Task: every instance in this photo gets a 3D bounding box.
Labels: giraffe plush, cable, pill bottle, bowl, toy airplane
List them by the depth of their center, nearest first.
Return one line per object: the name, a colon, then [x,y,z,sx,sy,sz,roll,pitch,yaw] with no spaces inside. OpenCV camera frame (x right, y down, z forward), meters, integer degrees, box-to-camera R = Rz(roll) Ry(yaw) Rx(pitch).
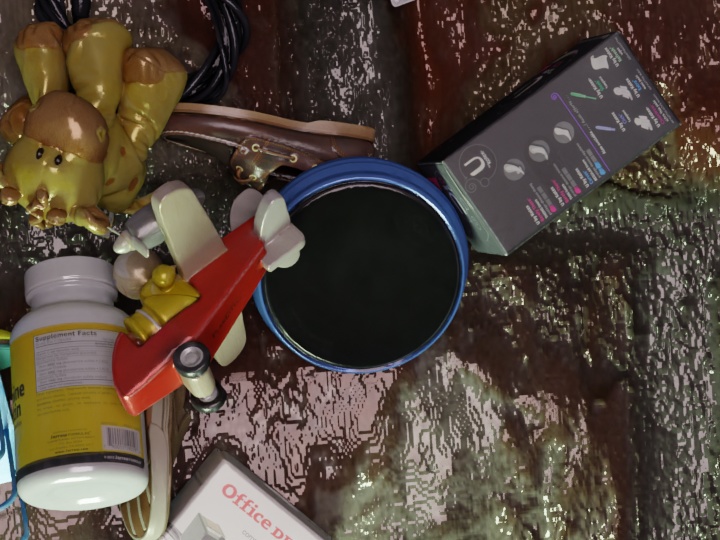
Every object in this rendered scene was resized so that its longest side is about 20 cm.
toy airplane: [-0.140,0.007,1.570,0.140,0.199,0.201,20,109,22]
giraffe plush: [-0.247,-0.104,1.583,0.171,0.162,0.201,0,106,15]
pill bottle: [-0.242,0.096,1.601,0.111,0.112,0.201,-4,69,-9]
cable: [-0.192,-0.227,1.666,0.163,0.051,0.200,-36,97,-6]
bowl: [0.000,0.000,1.676,0.199,0.039,0.202,-2,111,-5]

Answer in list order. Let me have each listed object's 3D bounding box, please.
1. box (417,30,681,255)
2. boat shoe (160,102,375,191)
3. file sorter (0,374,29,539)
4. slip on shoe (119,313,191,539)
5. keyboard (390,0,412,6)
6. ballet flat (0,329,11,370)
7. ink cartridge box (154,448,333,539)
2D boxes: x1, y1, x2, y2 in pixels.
box: [0.167,-0.114,1.689,0.200,0.122,0.106,-37,97,-7]
boat shoe: [-0.083,-0.106,1.675,0.199,0.070,0.071,8,86,-9]
file sorter: [-0.364,0.141,1.572,0.138,0.123,0.201,-13,123,-8]
slip on shoe: [-0.177,0.137,1.653,0.060,0.076,0.201,7,65,-33]
keyboard: [0.020,-0.344,1.717,0.056,0.011,0.201,-21,95,-8]
ballet flat: [-0.395,0.072,1.640,0.199,0.067,0.067,-18,65,-7]
ink cartridge box: [-0.132,0.282,1.671,0.145,0.084,0.200,39,85,-8]
